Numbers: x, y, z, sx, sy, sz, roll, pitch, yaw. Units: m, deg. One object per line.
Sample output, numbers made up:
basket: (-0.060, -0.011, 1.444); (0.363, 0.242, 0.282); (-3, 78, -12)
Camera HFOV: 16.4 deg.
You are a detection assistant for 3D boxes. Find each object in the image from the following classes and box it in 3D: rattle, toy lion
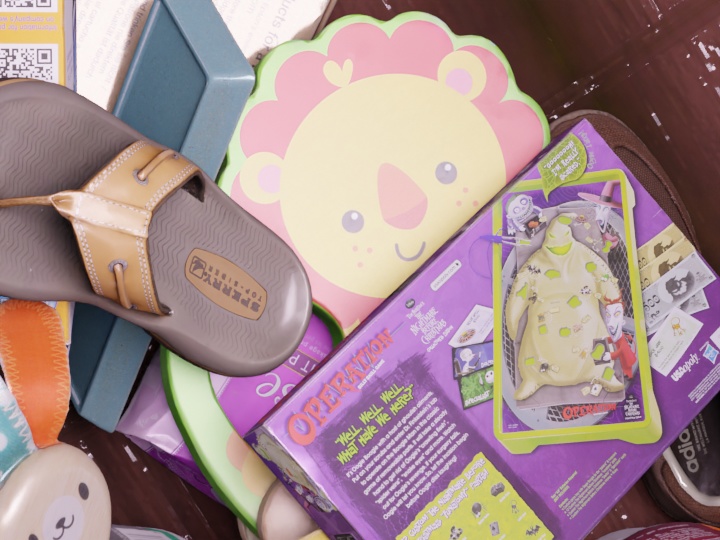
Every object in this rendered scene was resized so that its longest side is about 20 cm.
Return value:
rattle: (-0.101, 0.118, 0.882); (0.130, 0.142, 0.202); (16, 87, -34)
toy lion: (0.000, 0.000, 1.033); (0.199, 0.069, 0.192); (-34, 94, -11)

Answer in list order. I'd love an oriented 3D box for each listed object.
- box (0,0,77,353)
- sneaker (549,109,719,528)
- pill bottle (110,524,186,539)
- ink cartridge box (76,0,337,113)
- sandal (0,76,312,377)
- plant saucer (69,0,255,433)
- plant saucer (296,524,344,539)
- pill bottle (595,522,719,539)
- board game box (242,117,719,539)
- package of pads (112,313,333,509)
box: (-0.131, -0.058, 0.982); (0.041, 0.119, 0.202); (2, 102, -5)
sneaker: (0.139, 0.020, 1.127); (0.070, 0.076, 0.201); (-23, 95, -10)
pill bottle: (-0.155, 0.154, 1.007); (0.199, 0.113, 0.114); (12, 88, -46)
ink cartridge box: (-0.083, -0.158, 1.081); (0.164, 0.075, 0.201); (27, 86, -11)
sandal: (-0.082, -0.010, 0.920); (0.200, 0.054, 0.082); (32, 74, -40)
plant saucer: (-0.094, -0.025, 1.028); (0.019, 0.070, 0.201); (-4, 135, -31)
plant saucer: (0.001, 0.170, 1.023); (0.199, 0.201, 0.049); (-22, 57, -27)
pill bottle: (0.150, 0.169, 1.067); (0.113, 0.200, 0.115); (0, 91, -12)
board game box: (0.061, 0.045, 0.981); (0.200, 0.032, 0.120); (-42, 97, -28)
package of pads: (-0.010, 0.017, 1.097); (0.120, 0.076, 0.201); (31, 85, -10)
